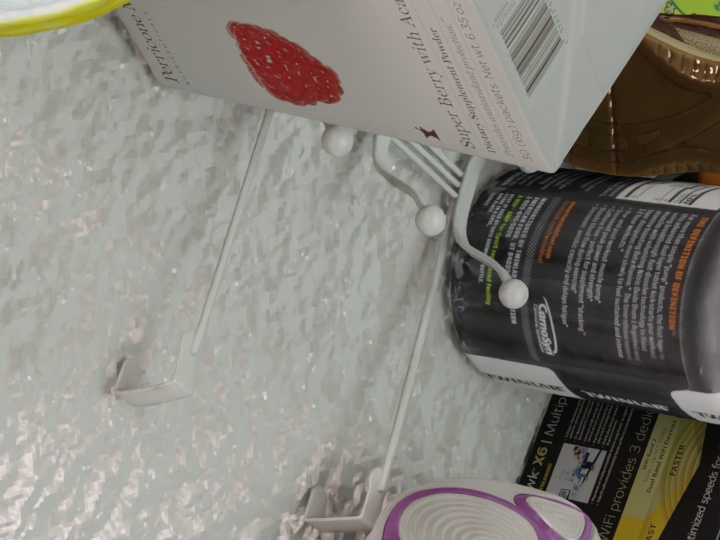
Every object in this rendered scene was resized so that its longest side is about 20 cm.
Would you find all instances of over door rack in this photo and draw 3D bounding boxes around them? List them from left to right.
[{"bbox_3d":[0.000,0.000,1.176,0.148,0.066,0.201,39,68,-42],"label":"over door rack"}]

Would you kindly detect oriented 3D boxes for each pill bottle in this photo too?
[{"bbox_3d":[0.144,0.013,1.231,0.106,0.200,0.107,-9,103,-44],"label":"pill bottle"}]

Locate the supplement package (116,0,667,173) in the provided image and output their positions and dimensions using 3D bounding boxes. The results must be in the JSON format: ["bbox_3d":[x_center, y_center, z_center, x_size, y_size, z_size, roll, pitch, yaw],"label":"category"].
[{"bbox_3d":[0.003,-0.134,1.051,0.120,0.199,0.121,-55,139,-25],"label":"supplement package"}]

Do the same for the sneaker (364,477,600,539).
[{"bbox_3d":[0.013,0.157,1.191,0.199,0.075,0.100,-24,144,-18],"label":"sneaker"}]

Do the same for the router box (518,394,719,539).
[{"bbox_3d":[0.155,0.097,1.288,0.052,0.157,0.201,35,72,-44],"label":"router box"}]

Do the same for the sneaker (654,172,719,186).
[{"bbox_3d":[0.199,-0.071,1.339,0.200,0.075,0.092,-14,119,-67],"label":"sneaker"}]

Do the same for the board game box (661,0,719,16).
[{"bbox_3d":[0.115,-0.168,1.282,0.200,0.048,0.102,32,73,-44],"label":"board game box"}]

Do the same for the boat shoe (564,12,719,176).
[{"bbox_3d":[0.148,-0.082,1.243,0.072,0.199,0.072,-35,132,-64],"label":"boat shoe"}]

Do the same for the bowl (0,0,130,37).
[{"bbox_3d":[-0.126,-0.167,0.971,0.108,0.199,0.201,97,12,-78],"label":"bowl"}]
